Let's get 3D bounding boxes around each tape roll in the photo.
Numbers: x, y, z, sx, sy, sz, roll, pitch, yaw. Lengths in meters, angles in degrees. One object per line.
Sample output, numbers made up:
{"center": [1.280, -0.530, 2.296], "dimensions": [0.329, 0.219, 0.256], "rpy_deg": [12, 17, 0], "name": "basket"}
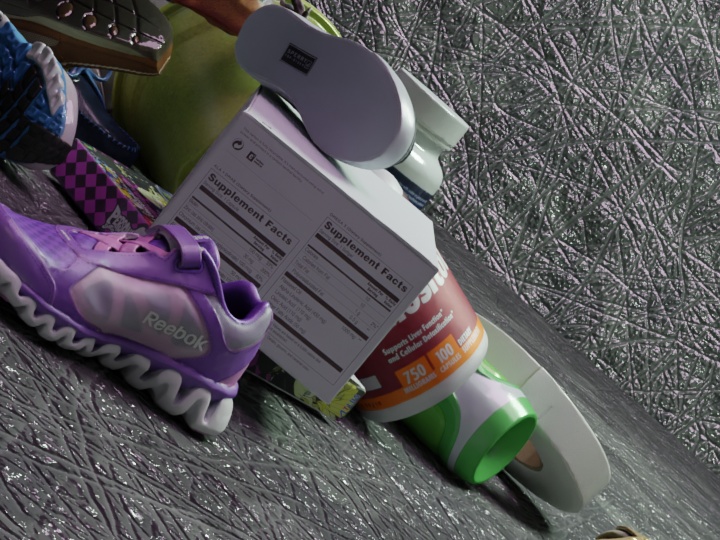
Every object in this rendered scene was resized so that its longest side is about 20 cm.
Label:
{"center": [0.124, 0.114, 1.807], "dimensions": [0.203, 0.037, 0.203], "rpy_deg": [45, -15, 15], "name": "tape roll"}

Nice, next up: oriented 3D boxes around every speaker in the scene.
{"center": [0.044, 0.073, 1.708], "dimensions": [0.200, 0.089, 0.088], "rpy_deg": [44, 7, 22], "name": "speaker"}

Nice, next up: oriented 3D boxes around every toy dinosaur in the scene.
{"center": [-0.103, -0.215, 1.596], "dimensions": [0.181, 0.105, 0.200], "rpy_deg": [-6, 51, -42], "name": "toy dinosaur"}

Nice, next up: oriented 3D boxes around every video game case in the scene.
{"center": [-0.104, 0.006, 1.496], "dimensions": [0.181, 0.036, 0.200], "rpy_deg": [34, 10, -48], "name": "video game case"}

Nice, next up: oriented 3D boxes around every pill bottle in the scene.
{"center": [0.003, -0.079, 1.960], "dimensions": [0.111, 0.200, 0.111], "rpy_deg": [40, 7, -6], "name": "pill bottle"}
{"center": [0.000, 0.000, 1.581], "dimensions": [0.201, 0.113, 0.113], "rpy_deg": [58, 1, -18], "name": "pill bottle"}

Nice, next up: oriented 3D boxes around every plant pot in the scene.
{"center": [-0.088, -0.093, 1.696], "dimensions": [0.200, 0.200, 0.185], "rpy_deg": [37, 19, -27], "name": "plant pot"}

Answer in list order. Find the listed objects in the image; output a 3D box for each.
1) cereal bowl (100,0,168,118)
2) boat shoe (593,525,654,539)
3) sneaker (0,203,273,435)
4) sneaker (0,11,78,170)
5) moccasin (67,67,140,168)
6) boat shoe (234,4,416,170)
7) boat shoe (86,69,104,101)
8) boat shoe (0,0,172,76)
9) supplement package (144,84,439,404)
{"center": [-0.158, -0.146, 1.849], "dimensions": [0.199, 0.084, 0.200], "rpy_deg": [24, -19, 9], "name": "cereal bowl"}
{"center": [0.204, 0.226, 1.662], "dimensions": [0.069, 0.074, 0.200], "rpy_deg": [49, 9, 16], "name": "boat shoe"}
{"center": [-0.122, 0.007, 1.164], "dimensions": [0.200, 0.089, 0.081], "rpy_deg": [34, 10, -39], "name": "sneaker"}
{"center": [-0.218, -0.112, 1.481], "dimensions": [0.087, 0.075, 0.200], "rpy_deg": [43, 4, -35], "name": "sneaker"}
{"center": [-0.239, -0.154, 1.639], "dimensions": [0.200, 0.068, 0.080], "rpy_deg": [41, 6, 0], "name": "moccasin"}
{"center": [-0.013, -0.117, 1.424], "dimensions": [0.056, 0.069, 0.200], "rpy_deg": [31, 8, -40], "name": "boat shoe"}
{"center": [-0.262, -0.184, 1.751], "dimensions": [0.200, 0.059, 0.072], "rpy_deg": [52, -28, 43], "name": "boat shoe"}
{"center": [-0.231, -0.177, 1.579], "dimensions": [0.199, 0.074, 0.076], "rpy_deg": [19, 39, 9], "name": "boat shoe"}
{"center": [-0.042, -0.023, 1.411], "dimensions": [0.155, 0.111, 0.200], "rpy_deg": [39, 9, -5], "name": "supplement package"}
